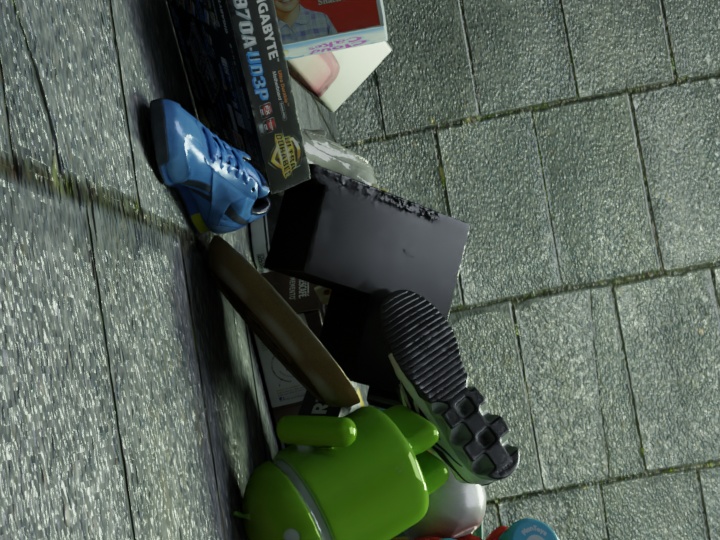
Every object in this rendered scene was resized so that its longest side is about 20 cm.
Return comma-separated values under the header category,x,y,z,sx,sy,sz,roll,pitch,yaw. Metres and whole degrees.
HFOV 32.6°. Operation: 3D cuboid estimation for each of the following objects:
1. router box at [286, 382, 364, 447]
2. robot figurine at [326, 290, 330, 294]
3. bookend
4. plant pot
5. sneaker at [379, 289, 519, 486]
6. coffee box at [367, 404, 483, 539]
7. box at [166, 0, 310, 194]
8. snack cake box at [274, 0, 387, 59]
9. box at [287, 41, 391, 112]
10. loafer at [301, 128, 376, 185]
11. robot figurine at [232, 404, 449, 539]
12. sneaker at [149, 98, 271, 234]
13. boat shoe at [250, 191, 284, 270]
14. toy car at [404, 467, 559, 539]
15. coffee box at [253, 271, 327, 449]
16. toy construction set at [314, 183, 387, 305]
category,x,y,z,sx,sy,sz,roll,pitch,yaw
router box,-0.036,0.228,1.266,0.150,0.050,0.201,72,26,-42
robot figurine,-0.054,-0.001,1.528,0.145,0.057,0.203,-93,-166,-69
bookend,-0.013,0.021,1.204,0.092,0.197,0.203,6,-100,55
plant pot,-0.076,0.053,1.113,0.200,0.027,0.200,46,-10,10
sneaker,0.065,0.118,1.171,0.202,0.074,0.088,61,-31,6
coffee box,0.069,0.242,1.307,0.044,0.121,0.203,173,-85,-76
box,-0.116,-0.188,1.118,0.159,0.046,0.202,39,-33,51
snack cake box,-0.078,-0.283,1.275,0.067,0.197,0.117,39,42,-85
box,-0.072,-0.297,1.425,0.128,0.109,0.200,44,1,32
loafer,-0.066,-0.134,1.432,0.199,0.070,0.071,28,48,-30
robot figurine,-0.019,0.199,1.104,0.115,0.198,0.177,29,-40,56
sneaker,-0.123,-0.091,1.038,0.200,0.077,0.067,68,14,-67
boat shoe,-0.100,-0.096,1.475,0.074,0.067,0.201,75,6,-55
toy car,0.070,0.255,1.217,0.202,0.175,0.185,67,-31,28
coffee box,-0.064,0.109,1.397,0.113,0.079,0.202,-93,172,-62
toy construction set,0.000,0.000,1.363,0.201,0.091,0.133,-78,179,-63
